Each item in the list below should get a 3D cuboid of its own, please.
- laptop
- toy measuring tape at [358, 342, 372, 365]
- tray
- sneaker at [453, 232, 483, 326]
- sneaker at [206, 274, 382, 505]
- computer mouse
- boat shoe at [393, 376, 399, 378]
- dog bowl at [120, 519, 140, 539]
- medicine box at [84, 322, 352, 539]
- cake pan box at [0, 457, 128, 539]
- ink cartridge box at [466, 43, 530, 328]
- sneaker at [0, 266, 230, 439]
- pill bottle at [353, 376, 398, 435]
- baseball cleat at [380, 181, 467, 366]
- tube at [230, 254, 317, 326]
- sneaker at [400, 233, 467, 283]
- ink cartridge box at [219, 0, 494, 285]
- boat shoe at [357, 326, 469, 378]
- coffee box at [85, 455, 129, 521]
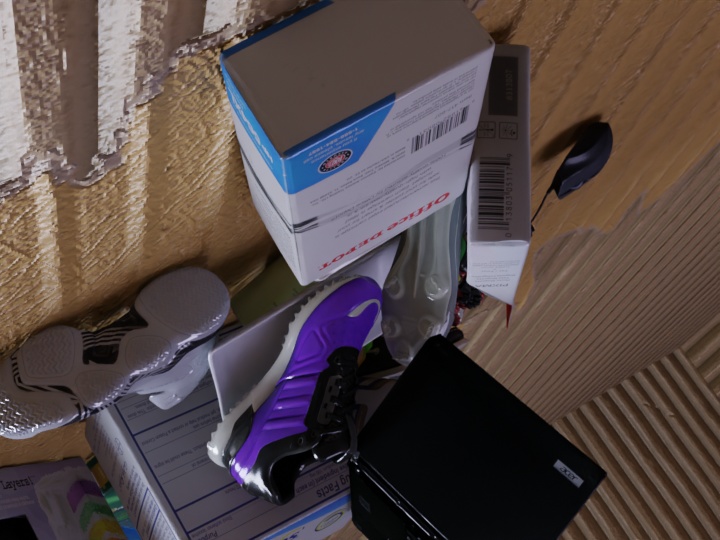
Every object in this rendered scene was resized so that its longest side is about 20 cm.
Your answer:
[{"bbox_3d":[0.083,0.186,0.832,0.103,0.177,0.201,-35,147,-24],"label":"laptop"},{"bbox_3d":[-0.035,0.078,1.030,0.073,0.074,0.200,-38,180,15],"label":"toy measuring tape"},{"bbox_3d":[-0.042,0.048,0.874,0.199,0.022,0.108,-31,142,-24],"label":"tray"},{"bbox_3d":[0.093,0.004,1.079,0.083,0.078,0.200,-67,-170,-18],"label":"sneaker"},{"bbox_3d":[-0.029,0.103,0.830,0.201,0.099,0.069,-54,146,5],"label":"sneaker"},{"bbox_3d":[0.199,-0.069,1.049,0.200,0.034,0.059,-53,167,-7],"label":"computer mouse"},{"bbox_3d":[-0.008,0.137,1.276,0.091,0.071,0.200,-37,168,7],"label":"boat shoe"},{"bbox_3d":[-0.322,0.350,1.308,0.199,0.050,0.112,-22,159,-33],"label":"dog bowl"},{"bbox_3d":[-0.123,0.169,0.938,0.181,0.200,0.103,-21,154,-31],"label":"medicine box"},{"bbox_3d":[-0.289,0.265,0.936,0.052,0.184,0.200,-43,159,16],"label":"cake pan box"},{"bbox_3d":[0.105,-0.058,0.827,0.057,0.164,0.200,3,159,0],"label":"ink cartridge box"},{"bbox_3d":[-0.190,0.081,0.807,0.199,0.075,0.115,-31,159,-20],"label":"sneaker"},{"bbox_3d":[-0.032,0.164,1.066,0.199,0.112,0.111,-1,-176,38],"label":"pill bottle"},{"bbox_3d":[0.069,-0.022,0.860,0.106,0.069,0.201,-12,114,-56],"label":"baseball cleat"},{"bbox_3d":[-0.024,-0.019,0.885,0.200,0.052,0.058,-41,-167,4],"label":"tube"},{"bbox_3d":[0.000,0.000,0.960,0.199,0.078,0.085,-29,129,4],"label":"sneaker"},{"bbox_3d":[-0.002,-0.089,0.681,0.146,0.085,0.200,-30,162,-12],"label":"ink cartridge box"},{"bbox_3d":[0.023,0.091,1.133,0.199,0.061,0.074,-22,171,29],"label":"boat shoe"},{"bbox_3d":[-0.239,0.211,1.102,0.200,0.044,0.123,-42,160,25],"label":"coffee box"}]
